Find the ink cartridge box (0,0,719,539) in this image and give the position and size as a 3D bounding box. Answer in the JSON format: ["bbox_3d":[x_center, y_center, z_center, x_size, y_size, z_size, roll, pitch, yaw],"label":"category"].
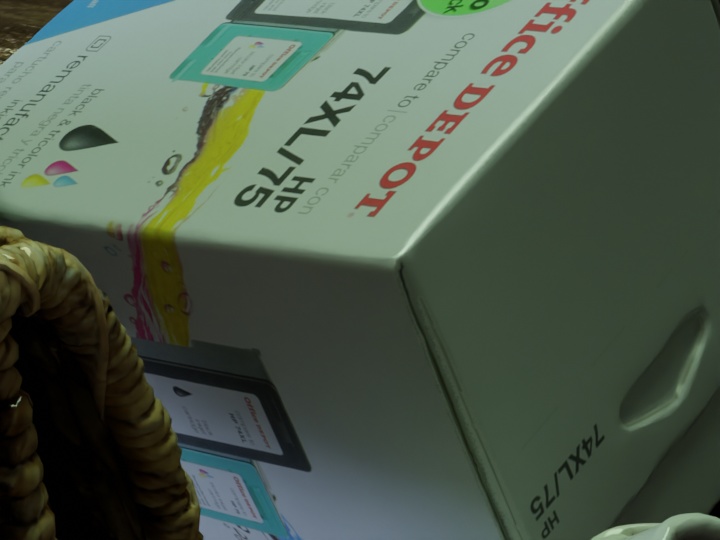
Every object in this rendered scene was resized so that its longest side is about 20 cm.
[{"bbox_3d":[0.000,0.000,0.837,0.200,0.146,0.147,8,43,41],"label":"ink cartridge box"}]

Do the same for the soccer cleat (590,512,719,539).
[{"bbox_3d":[0.059,0.089,0.692,0.070,0.086,0.200,-26,24,-39],"label":"soccer cleat"}]

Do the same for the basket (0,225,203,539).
[{"bbox_3d":[-0.076,0.094,0.574,0.143,0.200,0.149,-21,19,-33],"label":"basket"}]
